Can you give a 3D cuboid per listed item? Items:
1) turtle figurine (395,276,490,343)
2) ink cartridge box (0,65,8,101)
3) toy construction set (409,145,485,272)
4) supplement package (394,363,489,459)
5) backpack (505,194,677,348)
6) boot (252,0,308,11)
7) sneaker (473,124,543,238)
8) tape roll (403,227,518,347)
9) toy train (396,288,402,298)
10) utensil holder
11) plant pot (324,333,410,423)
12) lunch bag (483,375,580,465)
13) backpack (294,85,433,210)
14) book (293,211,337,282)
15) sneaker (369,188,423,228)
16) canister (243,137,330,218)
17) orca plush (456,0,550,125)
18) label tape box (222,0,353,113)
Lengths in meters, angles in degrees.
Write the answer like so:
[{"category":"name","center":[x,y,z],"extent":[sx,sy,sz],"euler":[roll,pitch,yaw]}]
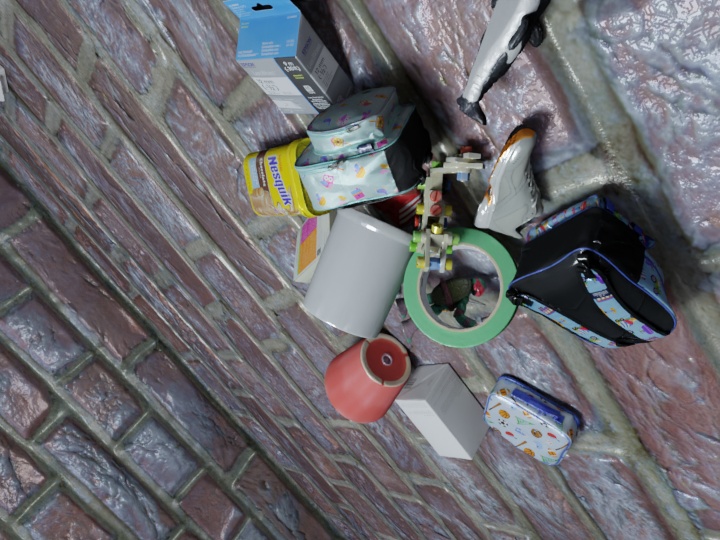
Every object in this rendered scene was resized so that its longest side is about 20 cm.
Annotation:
[{"category":"turtle figurine","center":[0.170,0.062,0.980],"extent":[0.197,0.150,0.102],"euler":[-19,112,9]},{"category":"ink cartridge box","center":[-1.290,-0.663,1.724],"extent":[0.200,0.125,0.128],"euler":[46,147,-4]},{"category":"toy construction set","center":[0.126,-0.101,0.826],"extent":[0.091,0.203,0.131],"euler":[18,-173,0]},{"category":"supplement package","center":[0.205,0.345,1.269],"extent":[0.201,0.121,0.119],"euler":[52,146,-13]},{"category":"backpack","center":[0.342,0.017,0.740],"extent":[0.199,0.136,0.182],"euler":[33,150,-9]},{"category":"boot","center":[-0.123,-0.425,0.816],"extent":[0.198,0.075,0.097],"euler":[25,160,30]},{"category":"sneaker","center":[0.236,-0.125,0.763],"extent":[0.091,0.076,0.201],"euler":[25,151,13]},{"category":"tape roll","center":[0.174,0.029,0.892],"extent":[0.199,0.203,0.048],"euler":[28,-172,22]},{"category":"toy train","center":[0.005,-0.004,1.123],"extent":[0.198,0.087,0.115],"euler":[24,139,32]},{"category":"utensil holder","center":[0.000,0.000,0.961],"extent":[0.168,0.202,0.170],"euler":[24,-173,-3]},{"category":"plant pot","center":[0.029,0.264,1.322],"extent":[0.200,0.201,0.178],"euler":[40,137,3]},{"category":"lunch bag","center":[0.367,0.321,1.114],"extent":[0.198,0.076,0.162],"euler":[27,142,25]},{"category":"backpack","center":[-0.006,-0.185,0.809],"extent":[0.198,0.177,0.154],"euler":[-18,121,29]},{"category":"book","center":[-0.093,-0.070,1.124],"extent":[0.047,0.136,0.200],"euler":[7,158,-24]},{"category":"sneaker","center":[0.030,-0.127,0.965],"extent":[0.198,0.078,0.117],"euler":[7,132,44]},{"category":"canister","center":[-0.150,-0.183,1.061],"extent":[0.198,0.086,0.151],"euler":[4,110,47]},{"category":"orca plush","center":[0.192,-0.274,0.628],"extent":[0.070,0.106,0.202],"euler":[8,121,-15]},{"category":"label tape box","center":[-0.122,-0.337,0.828],"extent":[0.142,0.067,0.200],"euler":[15,166,36]}]
